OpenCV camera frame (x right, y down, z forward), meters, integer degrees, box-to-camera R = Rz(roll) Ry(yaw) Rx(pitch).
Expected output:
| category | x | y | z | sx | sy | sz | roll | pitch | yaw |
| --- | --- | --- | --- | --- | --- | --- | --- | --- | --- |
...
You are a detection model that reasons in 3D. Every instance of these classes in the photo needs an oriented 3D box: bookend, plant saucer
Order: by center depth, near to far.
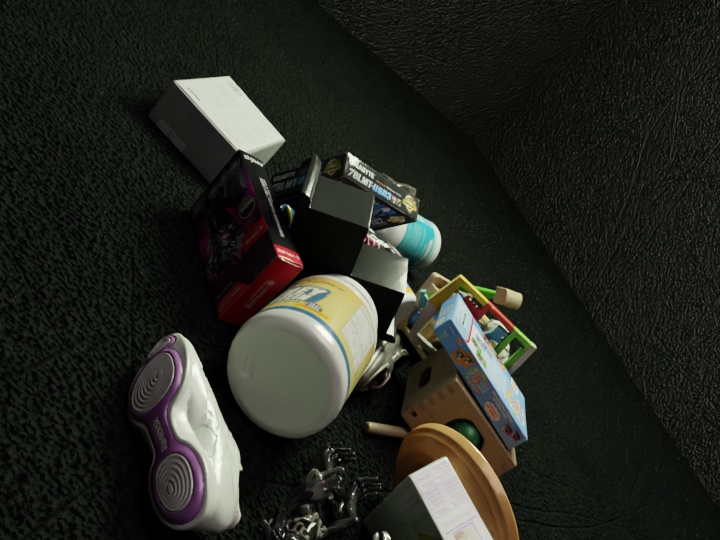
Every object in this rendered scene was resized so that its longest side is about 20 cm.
| category | x | y | z | sx | sy | sz | roll | pitch | yaw |
| --- | --- | --- | --- | --- | --- | --- | --- | --- | --- |
| plant saucer | 0.099 | 0.281 | 0.740 | 0.037 | 0.202 | 0.203 | -14 | 60 | -31 |
| bookend | -0.009 | -0.024 | 0.891 | 0.194 | 0.203 | 0.093 | 17 | 40 | -6 |

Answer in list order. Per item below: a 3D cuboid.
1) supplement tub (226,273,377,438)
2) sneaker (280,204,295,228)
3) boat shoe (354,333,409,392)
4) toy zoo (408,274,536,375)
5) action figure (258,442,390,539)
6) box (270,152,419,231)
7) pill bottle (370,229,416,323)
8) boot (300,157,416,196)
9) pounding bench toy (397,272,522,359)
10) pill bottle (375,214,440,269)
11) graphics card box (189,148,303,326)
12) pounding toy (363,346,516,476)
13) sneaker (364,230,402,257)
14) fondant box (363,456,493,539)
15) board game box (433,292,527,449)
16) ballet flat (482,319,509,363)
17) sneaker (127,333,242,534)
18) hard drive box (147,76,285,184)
| category | x | y | z | sx | sy | sz | roll | pitch | yaw |
| --- | --- | --- | --- | --- | --- | --- | --- | --- | --- |
| supplement tub | -0.060 | 0.091 | 0.778 | 0.145 | 0.144 | 0.200 | 47 | 22 | -1 |
| sneaker | -0.118 | -0.072 | 1.022 | 0.066 | 0.078 | 0.200 | 44 | 21 | -3 |
| boat shoe | 0.037 | 0.144 | 0.979 | 0.057 | 0.067 | 0.200 | 44 | 18 | 3 |
| toy zoo | 0.170 | 0.102 | 1.045 | 0.200 | 0.132 | 0.020 | 43 | 15 | 1 |
| action figure | -0.032 | 0.252 | 0.635 | 0.120 | 0.101 | 0.200 | 57 | 19 | -9 |
| box | -0.030 | -0.125 | 1.129 | 0.196 | 0.197 | 0.051 | 24 | 67 | -42 |
| pill bottle | 0.000 | 0.000 | 1.079 | 0.111 | 0.112 | 0.202 | 5 | 48 | -59 |
| boot | -0.010 | -0.165 | 1.253 | 0.171 | 0.071 | 0.197 | 7 | 5 | -44 |
| pounding bench toy | 0.180 | 0.076 | 1.153 | 0.123 | 0.201 | 0.157 | 26 | 19 | -41 |
| pill bottle | 0.078 | -0.080 | 1.354 | 0.198 | 0.111 | 0.112 | 23 | 33 | -48 |
| graphics card box | -0.155 | -0.045 | 0.843 | 0.050 | 0.125 | 0.203 | 21 | 36 | -45 |
| pounding toy | 0.123 | 0.224 | 0.961 | 0.186 | 0.141 | 0.200 | 54 | 18 | -8 |
| sneaker | -0.013 | -0.045 | 0.972 | 0.198 | 0.080 | 0.095 | 35 | -8 | 0 |
| fondant box | 0.092 | 0.325 | 0.680 | 0.057 | 0.145 | 0.202 | -15 | 61 | -33 |
| board game box | 0.182 | 0.144 | 0.961 | 0.202 | 0.036 | 0.151 | 57 | 17 | -2 |
| ballet flat | 0.221 | 0.182 | 1.098 | 0.070 | 0.204 | 0.072 | 10 | 28 | -6 |
| sneaker | -0.163 | 0.155 | 0.609 | 0.100 | 0.074 | 0.203 | 50 | 13 | -52 |
| hard drive box | -0.231 | -0.237 | 1.071 | 0.156 | 0.077 | 0.200 | 47 | 22 | -3 |
